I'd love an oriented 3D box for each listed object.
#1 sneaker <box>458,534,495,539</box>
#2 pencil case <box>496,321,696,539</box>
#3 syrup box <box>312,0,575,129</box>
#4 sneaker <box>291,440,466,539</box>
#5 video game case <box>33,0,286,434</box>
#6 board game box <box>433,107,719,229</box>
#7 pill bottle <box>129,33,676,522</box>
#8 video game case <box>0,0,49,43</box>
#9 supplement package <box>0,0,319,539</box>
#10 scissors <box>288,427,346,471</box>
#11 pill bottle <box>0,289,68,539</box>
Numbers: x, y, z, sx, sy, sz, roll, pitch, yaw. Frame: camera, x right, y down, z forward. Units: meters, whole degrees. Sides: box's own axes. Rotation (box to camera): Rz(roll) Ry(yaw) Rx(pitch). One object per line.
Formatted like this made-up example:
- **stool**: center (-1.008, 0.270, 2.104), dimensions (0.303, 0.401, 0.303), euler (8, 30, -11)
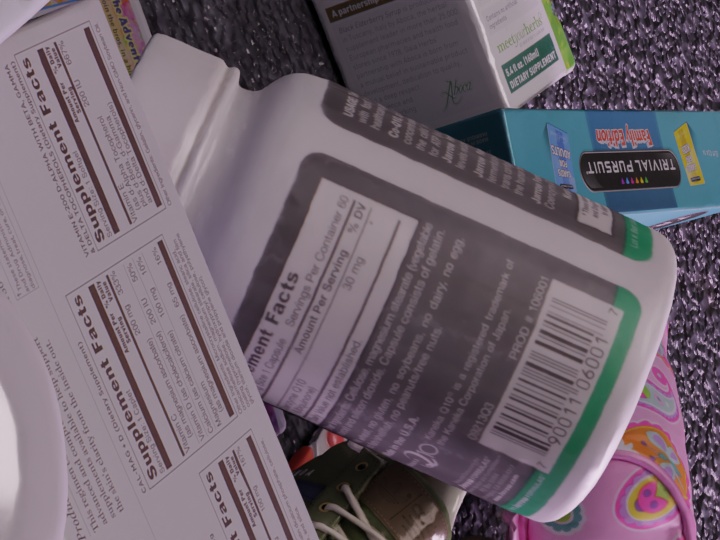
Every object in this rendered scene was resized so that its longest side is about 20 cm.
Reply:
- **sneaker**: center (0.058, 0.219, 0.941), dimensions (0.075, 0.070, 0.201), euler (-22, 91, -39)
- **pencil case**: center (0.104, 0.066, 0.993), dimensions (0.088, 0.087, 0.200), euler (57, 19, -24)
- **syrup box**: center (0.018, -0.165, 1.003), dimensions (0.079, 0.081, 0.201), euler (-37, 110, -55)
- **sneaker**: center (-0.013, 0.100, 0.783), dimensions (0.067, 0.090, 0.200), euler (56, 20, -1)
- **video game case**: center (-0.113, -0.005, 0.802), dimensions (0.182, 0.024, 0.201), euler (-27, 99, -56)
- **board game box**: center (0.052, -0.027, 0.935), dimensions (0.199, 0.150, 0.047), euler (-5, 82, -56)
- **pill bottle**: center (0.000, 0.000, 0.768), dimensions (0.199, 0.113, 0.114), euler (24, 49, -5)
- **video game case**: center (-0.150, -0.077, 0.615), dimensions (0.023, 0.199, 0.182), euler (65, 35, -22)
- **supplement package**: center (-0.125, 0.047, 0.643), dimensions (0.111, 0.155, 0.201), euler (-36, 108, -57)
- **scissors**: center (-0.019, 0.075, 0.913), dimensions (0.073, 0.014, 0.201), euler (45, 45, -35)
- **pill bottle**: center (-0.176, 0.059, 0.524), dimensions (0.112, 0.199, 0.113), euler (25, 58, -49)
